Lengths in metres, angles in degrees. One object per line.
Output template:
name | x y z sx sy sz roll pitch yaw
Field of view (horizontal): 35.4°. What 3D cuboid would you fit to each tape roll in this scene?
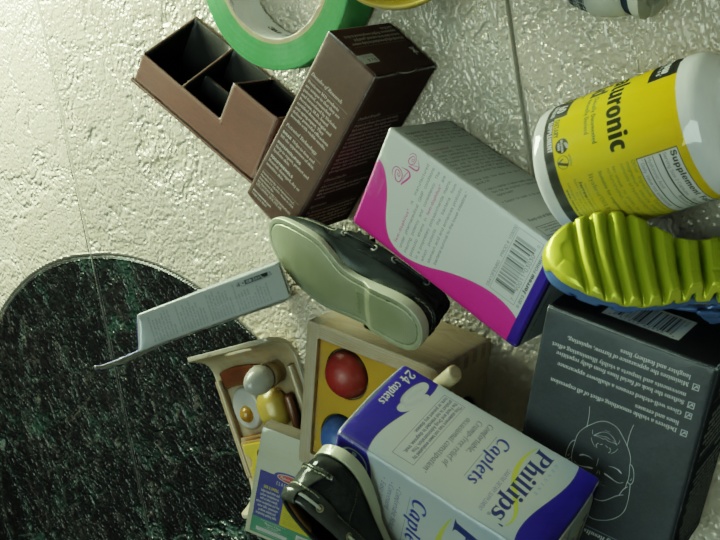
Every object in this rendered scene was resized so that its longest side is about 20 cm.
tape roll | -0.073 -0.301 1.112 0.198 0.048 0.203 13 111 35

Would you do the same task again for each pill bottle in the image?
pill bottle | 0.243 -0.103 0.878 0.198 0.111 0.113 -17 93 40

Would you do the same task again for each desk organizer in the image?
desk organizer | -0.145 -0.184 1.191 0.200 0.071 0.078 40 122 22

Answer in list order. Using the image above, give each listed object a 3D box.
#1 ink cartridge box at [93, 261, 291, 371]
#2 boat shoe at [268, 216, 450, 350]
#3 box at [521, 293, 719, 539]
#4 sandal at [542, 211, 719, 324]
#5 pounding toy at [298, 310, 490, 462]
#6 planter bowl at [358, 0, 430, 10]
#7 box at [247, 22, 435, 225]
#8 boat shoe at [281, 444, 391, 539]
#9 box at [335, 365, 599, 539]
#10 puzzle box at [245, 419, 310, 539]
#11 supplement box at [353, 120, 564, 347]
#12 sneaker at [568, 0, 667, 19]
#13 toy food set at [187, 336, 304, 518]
ink cartridge box | -0.169 0.046 1.146 0.200 0.198 0.041 152 96 -83
boat shoe | 0.000 -0.002 1.046 0.198 0.066 0.075 29 136 33
box | 0.226 0.129 0.959 0.147 0.107 0.203 21 115 28
sandal | 0.239 0.006 0.892 0.197 0.087 0.081 8 69 -1
pounding toy | 0.038 0.128 1.091 0.198 0.141 0.187 19 115 33
planter bowl | 0.048 -0.332 0.982 0.198 0.083 0.203 12 110 35
box | -0.022 -0.134 1.088 0.075 0.100 0.201 46 126 18
boat shoe | -0.005 0.243 0.927 0.071 0.068 0.202 -5 117 44
box | 0.077 0.219 0.964 0.198 0.105 0.186 28 133 23
puzzle box | -0.025 0.253 1.216 0.198 0.025 0.135 18 111 16
supplement box | 0.106 -0.039 1.007 0.199 0.103 0.102 38 121 25
sneaker | 0.202 -0.300 0.881 0.080 0.076 0.203 20 114 43
toy food set | -0.116 0.181 1.284 0.142 0.060 0.203 -16 92 40
